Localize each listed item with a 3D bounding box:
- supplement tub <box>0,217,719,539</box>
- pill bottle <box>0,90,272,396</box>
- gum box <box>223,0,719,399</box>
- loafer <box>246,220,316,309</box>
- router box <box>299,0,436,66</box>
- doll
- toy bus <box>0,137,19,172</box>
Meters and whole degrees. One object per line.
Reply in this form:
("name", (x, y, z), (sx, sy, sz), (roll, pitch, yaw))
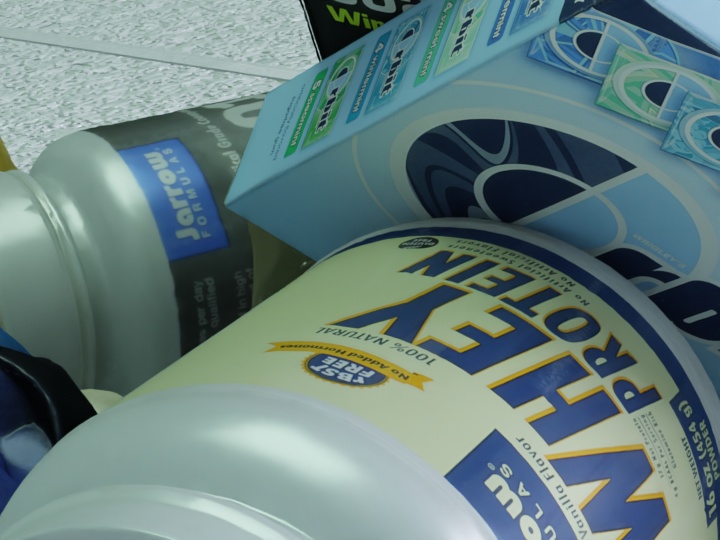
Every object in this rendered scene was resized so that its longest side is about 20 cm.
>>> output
("supplement tub", (-0.003, 0.080, 0.625), (0.145, 0.145, 0.200), (3, 19, 25))
("pill bottle", (-0.059, -0.005, 0.971), (0.200, 0.114, 0.114), (-15, 19, -27))
("gum box", (0.084, -0.018, 0.690), (0.170, 0.045, 0.200), (31, -28, -21))
("loafer", (0.000, 0.000, 0.871), (0.076, 0.067, 0.200), (-9, 35, 15))
("router box", (0.083, -0.075, 0.702), (0.200, 0.150, 0.062), (12, 63, 18))
("doll", (-0.110, 0.048, 0.761), (0.048, 0.136, 0.200), (-41, -15, 11))
("toy bus", (-0.243, -0.015, 1.057), (0.192, 0.136, 0.200), (-28, 28, -23))
